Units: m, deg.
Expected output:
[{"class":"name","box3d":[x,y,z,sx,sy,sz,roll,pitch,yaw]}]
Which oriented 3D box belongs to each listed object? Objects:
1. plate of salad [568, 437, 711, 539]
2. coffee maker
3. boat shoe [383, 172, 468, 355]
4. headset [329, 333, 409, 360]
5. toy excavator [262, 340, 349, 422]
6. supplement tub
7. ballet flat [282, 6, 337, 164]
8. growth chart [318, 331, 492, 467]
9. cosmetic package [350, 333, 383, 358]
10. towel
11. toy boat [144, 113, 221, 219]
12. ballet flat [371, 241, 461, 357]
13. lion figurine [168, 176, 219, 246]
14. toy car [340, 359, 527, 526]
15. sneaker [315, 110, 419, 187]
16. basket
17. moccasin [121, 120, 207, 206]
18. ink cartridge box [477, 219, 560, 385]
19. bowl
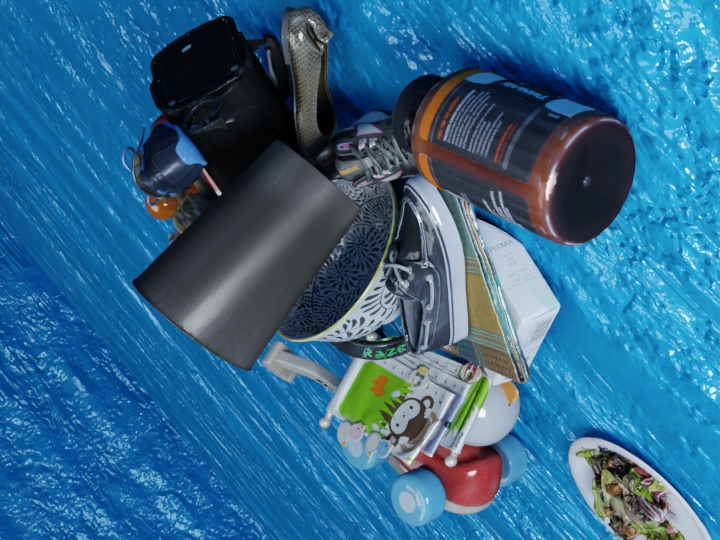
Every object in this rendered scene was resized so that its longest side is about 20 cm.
[{"class":"plate of salad","box3d":[0.290,0.261,1.246,0.200,0.048,0.200,44,158,23]},{"class":"coffee maker","box3d":[-0.133,-0.140,1.278,0.135,0.192,0.200,-13,134,23]},{"class":"boat shoe","box3d":[0.056,0.000,1.129,0.072,0.068,0.200,51,159,44]},{"class":"headset","box3d":[0.007,0.015,1.352,0.200,0.123,0.094,-114,16,-48]},{"class":"toy excavator","box3d":[-0.014,0.159,1.551,0.200,0.100,0.194,39,162,-21]},{"class":"supplement tub","box3d":[0.114,-0.100,0.945,0.200,0.107,0.107,30,150,44]},{"class":"ballet flat","box3d":[-0.043,-0.183,1.194,0.046,0.067,0.200,1,140,8]},{"class":"growth chart","box3d":[0.050,0.144,1.307,0.200,0.145,0.018,14,166,38]},{"class":"cosmetic package","box3d":[-0.050,0.052,1.517,0.083,0.051,0.200,31,173,39]},{"class":"towel","box3d":[0.102,0.006,1.150,0.200,0.022,0.147,70,165,-13]},{"class":"toy boat","box3d":[-0.235,-0.114,1.606,0.200,0.131,0.131,57,159,-13]},{"class":"ballet flat","box3d":[0.066,0.016,1.300,0.200,0.067,0.046,48,151,24]},{"class":"lion figurine","box3d":[-0.160,-0.058,1.390,0.123,0.072,0.200,52,-157,23]},{"class":"toy car","box3d":[0.111,0.158,1.349,0.177,0.184,0.200,44,127,31]},{"class":"sneaker","box3d":[0.023,-0.110,1.131,0.080,0.086,0.200,63,157,-9]},{"class":"basket","box3d":[-0.104,-0.020,1.183,0.136,0.200,0.180,40,179,26]},{"class":"moccasin","box3d":[-0.205,-0.110,1.191,0.080,0.068,0.200,51,173,-5]},{"class":"ink cartridge box","box3d":[0.120,-0.002,1.202,0.161,0.050,0.200,99,148,-63]},{"class":"bowl","box3d":[0.000,0.000,1.240,0.094,0.201,0.201,29,172,-31]}]
